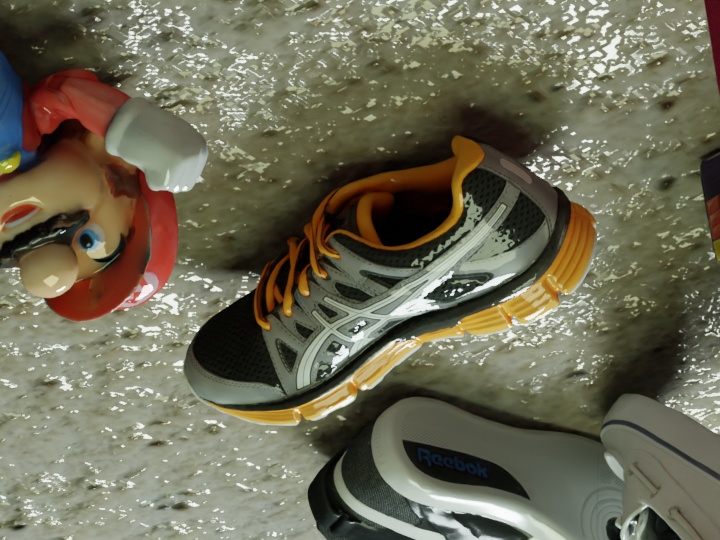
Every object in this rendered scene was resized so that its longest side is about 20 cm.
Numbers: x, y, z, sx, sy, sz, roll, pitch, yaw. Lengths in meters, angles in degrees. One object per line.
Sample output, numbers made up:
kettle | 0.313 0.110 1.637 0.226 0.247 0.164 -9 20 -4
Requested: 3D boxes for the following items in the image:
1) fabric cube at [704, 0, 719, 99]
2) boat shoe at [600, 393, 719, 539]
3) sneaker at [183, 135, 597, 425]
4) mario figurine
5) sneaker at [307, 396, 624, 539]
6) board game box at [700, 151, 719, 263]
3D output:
fabric cube | 0.241 -0.090 0.776 0.196 0.200 0.200 -29 140 33
boat shoe | 0.150 0.109 1.119 0.074 0.065 0.200 43 175 -13
sneaker | 0.000 0.000 1.017 0.200 0.078 0.077 -26 129 25
mario figurine | -0.140 -0.039 0.889 0.123 0.106 0.200 13 159 47
sneaker | 0.064 0.129 1.233 0.200 0.073 0.112 25 142 -26
board game box | 0.272 -0.036 1.002 0.200 0.057 0.165 -29 139 34
